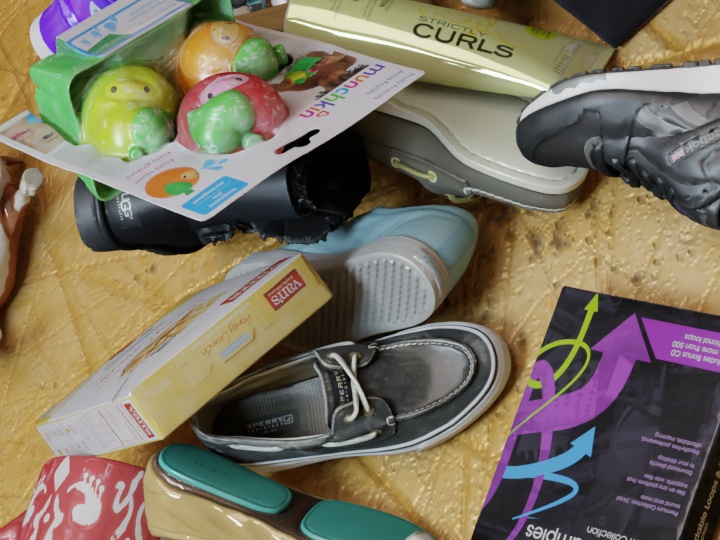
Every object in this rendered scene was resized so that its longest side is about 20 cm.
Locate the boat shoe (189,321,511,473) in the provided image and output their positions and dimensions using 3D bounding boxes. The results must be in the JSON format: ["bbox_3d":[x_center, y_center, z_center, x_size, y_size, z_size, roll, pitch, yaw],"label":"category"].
[{"bbox_3d":[-0.008,0.079,1.565,0.199,0.071,0.073,-20,73,16],"label":"boat shoe"}]

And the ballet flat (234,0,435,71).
[{"bbox_3d":[-0.049,-0.148,1.703,0.198,0.069,0.063,-14,47,-6],"label":"ballet flat"}]

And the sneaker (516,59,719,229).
[{"bbox_3d":[0.179,-0.066,1.484,0.199,0.076,0.088,-7,71,28],"label":"sneaker"}]

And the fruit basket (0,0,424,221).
[{"bbox_3d":[-0.093,-0.103,1.541,0.185,0.094,0.199,-35,32,-32],"label":"fruit basket"}]

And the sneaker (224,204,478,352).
[{"bbox_3d":[0.000,0.000,1.642,0.199,0.074,0.082,-5,30,47],"label":"sneaker"}]

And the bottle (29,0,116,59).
[{"bbox_3d":[-0.161,-0.208,1.865,0.200,0.083,0.066,-32,39,39],"label":"bottle"}]

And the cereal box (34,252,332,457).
[{"bbox_3d":[-0.113,0.056,1.617,0.144,0.040,0.200,-40,8,-24],"label":"cereal box"}]

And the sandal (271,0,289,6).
[{"bbox_3d":[-0.044,-0.245,1.799,0.059,0.079,0.208,-34,58,20],"label":"sandal"}]

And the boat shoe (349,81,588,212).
[{"bbox_3d":[0.059,-0.080,1.623,0.201,0.061,0.072,28,47,32],"label":"boat shoe"}]

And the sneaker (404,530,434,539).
[{"bbox_3d":[-0.014,0.217,1.497,0.199,0.074,0.089,-35,73,24],"label":"sneaker"}]

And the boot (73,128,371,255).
[{"bbox_3d":[-0.067,-0.052,1.664,0.167,0.200,0.077,-6,94,22],"label":"boot"}]

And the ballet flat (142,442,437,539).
[{"bbox_3d":[-0.039,0.162,1.561,0.199,0.069,0.063,20,115,19],"label":"ballet flat"}]

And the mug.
[{"bbox_3d":[-0.192,0.219,1.612,0.133,0.176,0.201,130,158,-66],"label":"mug"}]

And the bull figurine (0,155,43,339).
[{"bbox_3d":[-0.273,-0.019,1.865,0.121,0.065,0.202,151,129,-70],"label":"bull figurine"}]

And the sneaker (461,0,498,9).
[{"bbox_3d":[0.038,-0.224,1.691,0.080,0.071,0.201,-14,38,-9],"label":"sneaker"}]

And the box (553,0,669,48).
[{"bbox_3d":[0.103,-0.272,1.590,0.117,0.200,0.197,-42,47,16],"label":"box"}]

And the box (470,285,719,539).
[{"bbox_3d":[0.141,0.115,1.467,0.142,0.036,0.201,10,77,44],"label":"box"}]

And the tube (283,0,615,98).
[{"bbox_3d":[0.053,-0.139,1.609,0.198,0.052,0.058,13,74,16],"label":"tube"}]

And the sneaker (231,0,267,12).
[{"bbox_3d":[-0.118,-0.128,1.809,0.200,0.077,0.086,-54,5,24],"label":"sneaker"}]
